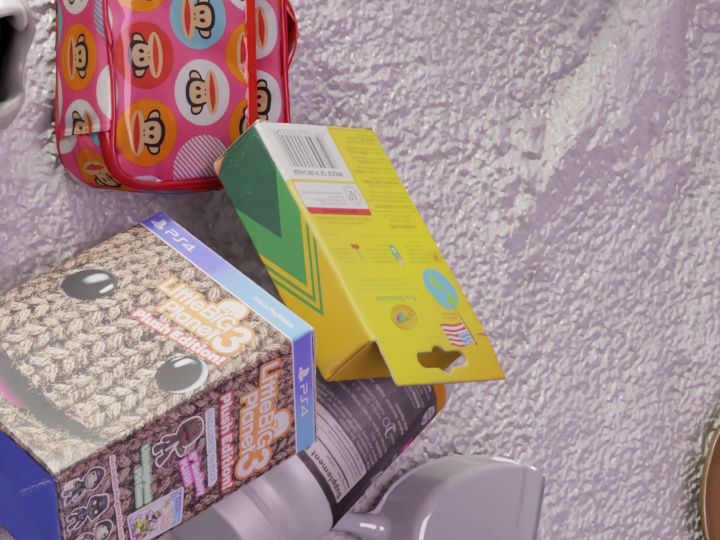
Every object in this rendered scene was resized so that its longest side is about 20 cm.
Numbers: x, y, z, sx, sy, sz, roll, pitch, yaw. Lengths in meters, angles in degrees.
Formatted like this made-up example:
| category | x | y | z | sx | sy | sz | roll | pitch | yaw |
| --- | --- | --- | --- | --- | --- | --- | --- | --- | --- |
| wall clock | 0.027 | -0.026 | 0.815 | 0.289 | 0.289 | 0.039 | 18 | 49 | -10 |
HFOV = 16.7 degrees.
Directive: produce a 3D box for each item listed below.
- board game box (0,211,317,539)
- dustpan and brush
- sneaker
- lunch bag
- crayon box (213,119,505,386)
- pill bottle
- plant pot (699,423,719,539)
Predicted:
| category | x | y | z | sx | sy | sz | roll | pitch | yaw |
| --- | --- | --- | --- | --- | --- | --- | --- | --- | --- |
| board game box | -0.152 | 0.077 | 1.527 | 0.199 | 0.159 | 0.097 | -30 | 138 | -31 |
| dustpan and brush | 0.035 | 0.188 | 1.739 | 0.199 | 0.057 | 0.141 | 19 | 77 | -40 |
| sneaker | -0.239 | -0.178 | 1.521 | 0.077 | 0.099 | 0.202 | -15 | 98 | -33 |
| lunch bag | -0.114 | -0.151 | 1.623 | 0.175 | 0.082 | 0.202 | -4 | 93 | -38 |
| crayon box | 0.000 | 0.000 | 1.580 | 0.127 | 0.051 | 0.201 | 1 | 55 | -52 |
| pill bottle | -0.039 | 0.109 | 1.645 | 0.200 | 0.116 | 0.117 | -45 | 113 | -26 |
| plant pot | 0.340 | 0.181 | 1.957 | 0.199 | 0.027 | 0.202 | 1 | 88 | -35 |
